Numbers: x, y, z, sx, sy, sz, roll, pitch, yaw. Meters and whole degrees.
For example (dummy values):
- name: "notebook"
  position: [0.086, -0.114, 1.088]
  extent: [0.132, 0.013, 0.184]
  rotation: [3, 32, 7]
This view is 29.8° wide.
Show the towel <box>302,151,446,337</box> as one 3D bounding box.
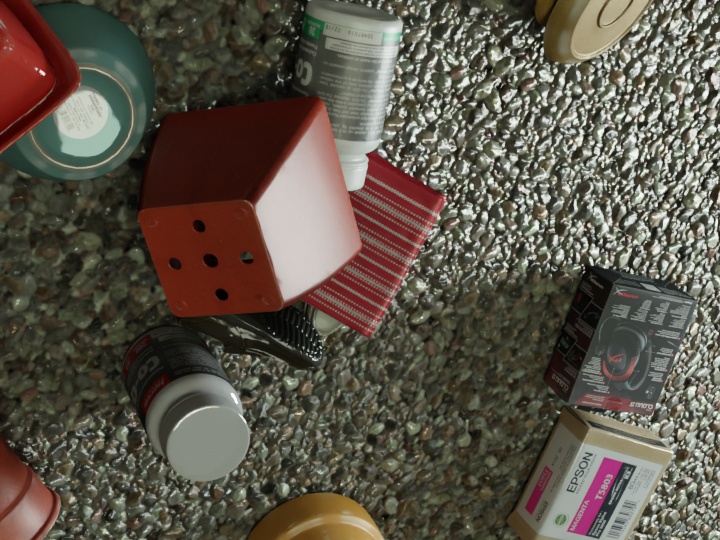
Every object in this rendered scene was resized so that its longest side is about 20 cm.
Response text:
- name: "towel"
  position: [-0.001, -0.039, 1.635]
  extent: [0.144, 0.022, 0.200]
  rotation: [30, 99, 7]

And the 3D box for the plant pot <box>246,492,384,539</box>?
- name: "plant pot"
  position: [-0.039, 0.423, 1.766]
  extent: [0.200, 0.183, 0.201]
  rotation: [-8, 114, -19]

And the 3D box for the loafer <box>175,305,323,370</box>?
- name: "loafer"
  position: [-0.137, 0.069, 1.646]
  extent: [0.200, 0.073, 0.071]
  rotation: [29, 127, -18]

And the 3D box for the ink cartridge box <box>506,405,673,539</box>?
- name: "ink cartridge box"
  position: [0.328, 0.311, 1.934]
  extent: [0.164, 0.075, 0.200]
  rotation: [16, 105, -29]

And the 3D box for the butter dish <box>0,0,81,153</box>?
- name: "butter dish"
  position: [-0.410, -0.210, 1.317]
  extent: [0.200, 0.200, 0.148]
  rotation: [-39, 154, -3]

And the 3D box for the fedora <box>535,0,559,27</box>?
- name: "fedora"
  position: [0.256, -0.382, 1.582]
  extent: [0.200, 0.082, 0.201]
  rotation: [-36, 157, -18]

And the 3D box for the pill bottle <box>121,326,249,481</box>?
- name: "pill bottle"
  position: [-0.203, 0.154, 1.573]
  extent: [0.114, 0.200, 0.114]
  rotation: [-8, 114, -19]

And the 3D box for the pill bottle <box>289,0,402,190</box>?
- name: "pill bottle"
  position: [-0.024, -0.200, 1.547]
  extent: [0.113, 0.113, 0.200]
  rotation: [3, 110, -24]

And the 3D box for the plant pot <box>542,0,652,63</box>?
- name: "plant pot"
  position: [0.299, -0.322, 1.613]
  extent: [0.200, 0.027, 0.200]
  rotation: [-36, 157, -18]

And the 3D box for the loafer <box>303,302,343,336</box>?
- name: "loafer"
  position: [0.000, 0.000, 1.671]
  extent: [0.072, 0.063, 0.200]
  rotation: [31, 97, -29]

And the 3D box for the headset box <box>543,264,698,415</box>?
- name: "headset box"
  position: [0.352, 0.107, 1.855]
  extent: [0.148, 0.075, 0.200]
  rotation: [10, 107, -25]

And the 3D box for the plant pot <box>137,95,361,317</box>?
- name: "plant pot"
  position: [-0.133, -0.054, 1.478]
  extent: [0.200, 0.176, 0.200]
  rotation: [-5, 120, 19]

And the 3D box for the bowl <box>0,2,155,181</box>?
- name: "bowl"
  position: [-0.307, -0.175, 1.445]
  extent: [0.200, 0.105, 0.201]
  rotation: [-9, 116, -19]

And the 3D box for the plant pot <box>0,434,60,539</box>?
- name: "plant pot"
  position: [-0.471, 0.231, 1.512]
  extent: [0.200, 0.201, 0.196]
  rotation: [-29, 111, -9]
